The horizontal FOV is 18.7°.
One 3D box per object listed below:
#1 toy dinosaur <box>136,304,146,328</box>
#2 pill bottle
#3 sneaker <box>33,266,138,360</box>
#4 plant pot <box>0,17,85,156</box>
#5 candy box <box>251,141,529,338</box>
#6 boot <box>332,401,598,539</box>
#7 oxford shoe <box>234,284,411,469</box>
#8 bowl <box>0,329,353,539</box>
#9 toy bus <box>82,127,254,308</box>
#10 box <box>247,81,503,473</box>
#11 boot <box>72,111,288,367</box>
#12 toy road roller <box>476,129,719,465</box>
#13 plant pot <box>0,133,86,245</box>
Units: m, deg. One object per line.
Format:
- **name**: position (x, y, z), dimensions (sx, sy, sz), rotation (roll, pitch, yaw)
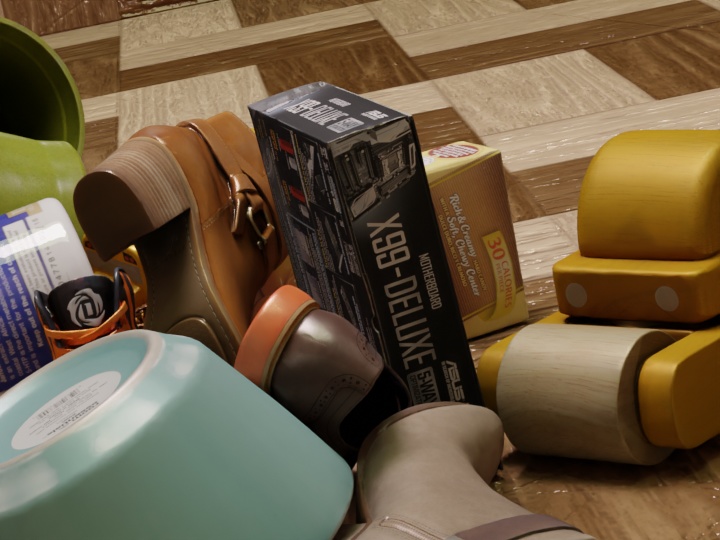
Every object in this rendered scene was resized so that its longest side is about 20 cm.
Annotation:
- **toy dinosaur**: position (-0.066, 0.013, 1.459), dimensions (0.136, 0.102, 0.200), rotation (-38, 7, 44)
- **pill bottle**: position (-0.263, 0.042, 1.380), dimensions (0.200, 0.120, 0.120), rotation (-22, 17, -11)
- **sneaker**: position (-0.155, 0.064, 1.251), dimensions (0.077, 0.112, 0.200), rotation (-14, 15, -9)
- **plant pot**: position (-0.373, -0.122, 2.003), dimensions (0.200, 0.201, 0.193), rotation (-17, 4, -22)
- **candy box**: position (0.000, 0.000, 1.371), dimensions (0.200, 0.116, 0.055), rotation (-17, 16, -21)
- **boot**: position (0.050, 0.121, 0.991), dimensions (0.146, 0.070, 0.200), rotation (6, 27, 42)
- **oxford shoe**: position (-0.014, 0.076, 1.098), dimensions (0.072, 0.071, 0.200), rotation (27, -15, 15)
- **bowl**: position (-0.115, 0.101, 0.989), dimensions (0.201, 0.105, 0.201), rotation (-28, 17, 9)
- **toy bus**: position (-0.126, -0.018, 1.519), dimensions (0.065, 0.078, 0.200), rotation (20, 44, 35)
- **box**: position (0.005, 0.007, 1.180), dimensions (0.050, 0.200, 0.158), rotation (-19, 16, -13)
- **boot**: position (-0.072, 0.007, 1.241), dimensions (0.074, 0.200, 0.155), rotation (-17, 9, 29)
- **toy road roller**: position (0.154, 0.007, 1.174), dimensions (0.123, 0.146, 0.200), rotation (2, 19, 40)
- **plant pot**: position (-0.293, -0.023, 1.537), dimensions (0.193, 0.201, 0.200), rotation (-5, 11, -22)
